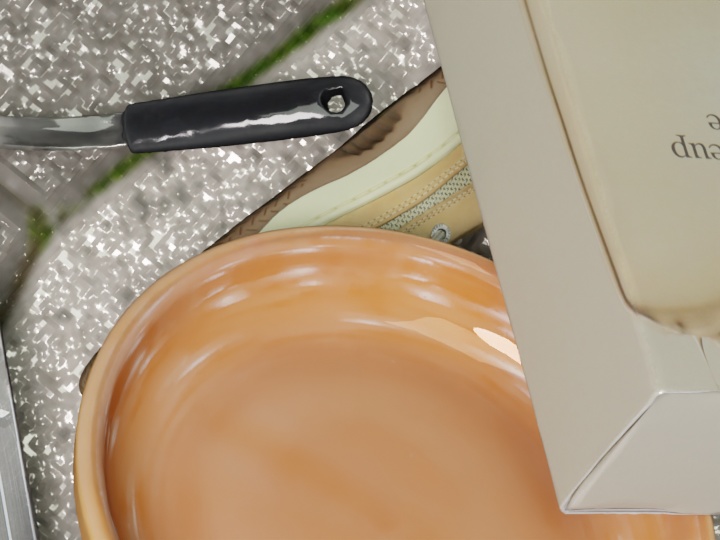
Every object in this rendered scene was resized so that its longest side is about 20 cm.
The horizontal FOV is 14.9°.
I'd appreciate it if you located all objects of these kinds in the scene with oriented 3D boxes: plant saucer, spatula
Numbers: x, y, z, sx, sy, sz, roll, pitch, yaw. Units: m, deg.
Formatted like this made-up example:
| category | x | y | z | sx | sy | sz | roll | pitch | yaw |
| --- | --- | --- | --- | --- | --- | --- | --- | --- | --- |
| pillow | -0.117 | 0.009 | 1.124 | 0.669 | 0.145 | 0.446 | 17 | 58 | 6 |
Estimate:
| category | x | y | z | sx | sy | sz | roll | pitch | yaw |
| --- | --- | --- | --- | --- | --- | --- | --- | --- | --- |
| plant saucer | 0.009 | 0.075 | 0.828 | 0.200 | 0.037 | 0.200 | 11 | 50 | -13 |
| spatula | -0.095 | -0.048 | 0.931 | 0.200 | 0.021 | 0.057 | -6 | 75 | -2 |

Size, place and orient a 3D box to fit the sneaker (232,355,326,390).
| category | x | y | z | sx | sy | sz | roll | pitch | yaw |
| --- | --- | --- | --- | --- | --- | --- | --- | --- | --- |
| sneaker | 0.008 | 0.090 | 0.874 | 0.200 | 0.092 | 0.076 | 21 | 112 | -14 |

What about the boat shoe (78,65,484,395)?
| category | x | y | z | sx | sy | sz | roll | pitch | yaw |
| --- | --- | --- | --- | --- | --- | --- | --- | --- | --- |
| boat shoe | 0.000 | 0.000 | 0.925 | 0.200 | 0.072 | 0.076 | -38 | 93 | -12 |

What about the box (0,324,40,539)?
| category | x | y | z | sx | sy | sz | roll | pitch | yaw |
| --- | --- | --- | --- | --- | --- | --- | --- | --- | --- |
| box | -0.203 | 0.103 | 0.890 | 0.200 | 0.048 | 0.158 | -10 | 81 | -10 |

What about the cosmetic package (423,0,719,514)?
| category | x | y | z | sx | sy | sz | roll | pitch | yaw |
| --- | --- | --- | --- | --- | --- | --- | --- | --- | --- |
| cosmetic package | 0.096 | -0.026 | 0.866 | 0.103 | 0.073 | 0.200 | 2 | 54 | -25 |
